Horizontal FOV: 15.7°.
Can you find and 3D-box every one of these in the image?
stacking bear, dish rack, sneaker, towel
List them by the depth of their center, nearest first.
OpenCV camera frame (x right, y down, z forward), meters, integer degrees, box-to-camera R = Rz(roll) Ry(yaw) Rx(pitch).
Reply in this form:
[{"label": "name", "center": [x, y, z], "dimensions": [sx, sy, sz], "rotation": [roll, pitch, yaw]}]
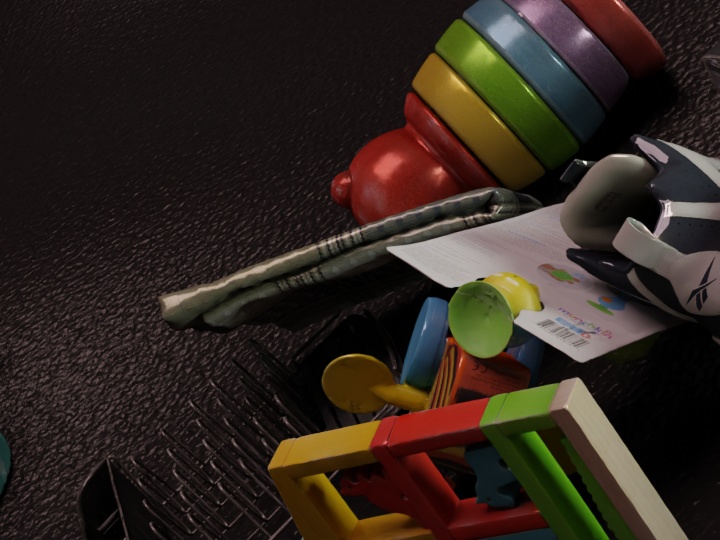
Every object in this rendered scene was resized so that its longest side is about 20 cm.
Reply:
[{"label": "sneaker", "center": [0.156, -0.032, 1.246], "dimensions": [0.080, 0.129, 0.200], "rotation": [-60, 7, 29]}, {"label": "dish rack", "center": [-0.063, 0.098, 1.412], "dimensions": [0.200, 0.055, 0.154], "rotation": [-44, 24, 6]}, {"label": "towel", "center": [0.000, 0.000, 1.425], "dimensions": [0.199, 0.035, 0.193], "rotation": [-18, -3, 9]}, {"label": "stacking bear", "center": [0.073, -0.092, 1.538], "dimensions": [0.200, 0.121, 0.114], "rotation": [-45, 19, 3]}]

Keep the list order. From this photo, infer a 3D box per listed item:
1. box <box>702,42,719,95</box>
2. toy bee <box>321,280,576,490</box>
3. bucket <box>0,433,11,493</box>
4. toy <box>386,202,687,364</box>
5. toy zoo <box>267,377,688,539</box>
[{"label": "box", "center": [0.286, -0.135, 1.260], "dimensions": [0.200, 0.050, 0.158], "rotation": [-37, 21, -15]}, {"label": "toy bee", "center": [0.054, 0.072, 1.302], "dimensions": [0.130, 0.110, 0.200], "rotation": [21, 13, 16]}, {"label": "bucket", "center": [-0.328, 0.117, 1.634], "dimensions": [0.206, 0.135, 0.208], "rotation": [-28, 26, 15]}, {"label": "toy", "center": [0.106, 0.015, 1.268], "dimensions": [0.115, 0.048, 0.199], "rotation": [30, 21, 28]}, {"label": "toy zoo", "center": [0.046, 0.118, 1.188], "dimensions": [0.199, 0.132, 0.021], "rotation": [-14, 33, 36]}]
